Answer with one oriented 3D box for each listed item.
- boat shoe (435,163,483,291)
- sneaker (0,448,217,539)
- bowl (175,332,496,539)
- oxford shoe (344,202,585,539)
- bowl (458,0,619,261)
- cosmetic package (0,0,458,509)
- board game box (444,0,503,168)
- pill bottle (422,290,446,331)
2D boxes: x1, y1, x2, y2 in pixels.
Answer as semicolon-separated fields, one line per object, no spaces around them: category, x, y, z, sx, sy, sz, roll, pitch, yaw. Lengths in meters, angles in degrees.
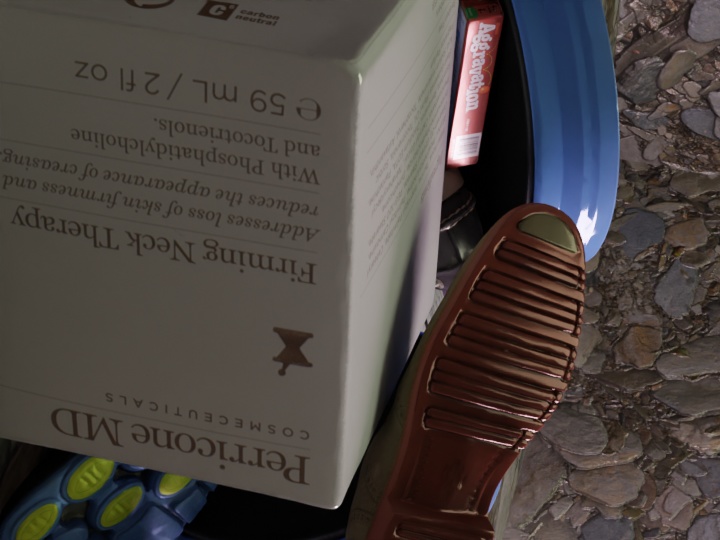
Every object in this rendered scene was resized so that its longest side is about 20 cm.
boat shoe;0.000;0.000;0.842;0.073;0.063;0.200;-38;-172;-32
sneaker;-0.105;0.072;0.776;0.200;0.082;0.071;-51;130;-35
bowl;-0.027;0.094;0.828;0.201;0.200;0.040;-64;149;-49
oxford shoe;0.036;0.061;0.701;0.201;0.070;0.075;-66;-156;1
bowl;0.070;-0.098;0.768;0.201;0.039;0.202;168;-90;-80
cosmetic package;-0.059;-0.041;0.668;0.167;0.166;0.201;-62;159;-55
board game box;0.027;-0.159;0.775;0.103;0.019;0.201;97;-20;-55
pill bottle;0.002;0.033;1.137;0.200;0.111;0.112;-51;150;-64
